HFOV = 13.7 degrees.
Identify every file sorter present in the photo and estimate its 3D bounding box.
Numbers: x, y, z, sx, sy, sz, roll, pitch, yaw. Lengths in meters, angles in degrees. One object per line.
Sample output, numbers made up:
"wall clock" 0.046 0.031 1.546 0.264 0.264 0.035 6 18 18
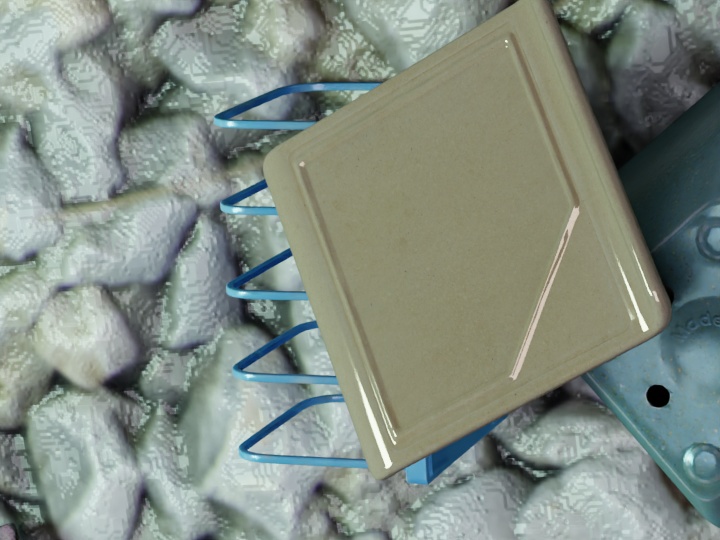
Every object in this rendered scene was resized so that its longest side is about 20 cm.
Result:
"file sorter" 0.000 0.000 1.642 0.123 0.139 0.200 1 103 22

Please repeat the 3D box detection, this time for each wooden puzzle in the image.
"wooden puzzle" 0.052 -0.016 1.496 0.200 0.037 0.185 -31 69 32

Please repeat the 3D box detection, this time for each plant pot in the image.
"plant pot" 0.200 0.017 1.545 0.196 0.200 0.196 -42 87 22

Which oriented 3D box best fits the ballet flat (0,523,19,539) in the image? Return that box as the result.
"ballet flat" -0.168 0.235 1.796 0.071 0.069 0.200 -40 88 3
